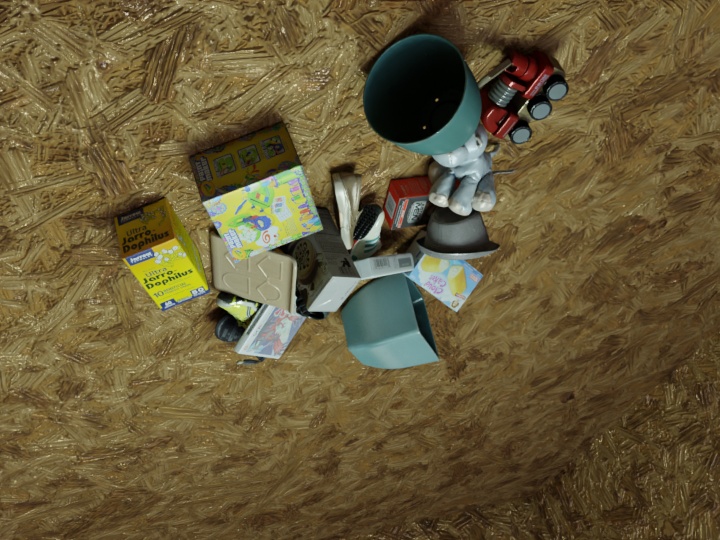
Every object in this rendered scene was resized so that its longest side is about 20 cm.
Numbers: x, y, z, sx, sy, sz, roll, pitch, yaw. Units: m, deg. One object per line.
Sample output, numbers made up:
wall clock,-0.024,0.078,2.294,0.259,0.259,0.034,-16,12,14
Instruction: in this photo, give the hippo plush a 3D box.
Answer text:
hippo plush,0.227,-0.221,1.591,0.199,0.160,0.161,-21,147,-3

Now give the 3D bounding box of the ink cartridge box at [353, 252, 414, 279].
ink cartridge box,0.000,0.000,1.796,0.199,0.048,0.160,-10,180,40

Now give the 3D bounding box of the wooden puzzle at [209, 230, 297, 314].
wooden puzzle,-0.225,-0.001,1.654,0.199,0.046,0.186,19,142,7

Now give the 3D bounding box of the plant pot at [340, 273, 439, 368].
plant pot,0.065,0.142,1.973,0.199,0.197,0.196,-20,147,11

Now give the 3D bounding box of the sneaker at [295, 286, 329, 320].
sneaker,-0.138,0.037,1.711,0.199,0.100,0.071,29,143,-8

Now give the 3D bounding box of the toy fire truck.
toy fire truck,0.281,-0.347,1.502,0.199,0.129,0.176,15,132,-28

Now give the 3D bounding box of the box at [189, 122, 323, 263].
box,-0.195,-0.144,1.476,0.192,0.122,0.200,-21,147,-4

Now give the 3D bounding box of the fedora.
fedora,0.214,-0.090,1.689,0.199,0.176,0.091,-18,117,-43

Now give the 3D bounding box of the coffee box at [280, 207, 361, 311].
coffee box,-0.091,-0.026,1.630,0.079,0.201,0.113,4,137,-39

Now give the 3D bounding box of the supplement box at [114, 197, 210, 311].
supplement box,-0.390,-0.028,1.530,0.108,0.110,0.200,-22,146,-2

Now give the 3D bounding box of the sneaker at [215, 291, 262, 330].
sneaker,-0.260,0.099,1.779,0.200,0.075,0.077,24,92,-54

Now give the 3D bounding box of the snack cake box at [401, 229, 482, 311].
snack cake box,0.193,0.003,1.888,0.200,0.067,0.115,34,92,-37

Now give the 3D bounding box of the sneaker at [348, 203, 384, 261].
sneaker,0.015,-0.083,1.745,0.093,0.071,0.200,-10,148,-38

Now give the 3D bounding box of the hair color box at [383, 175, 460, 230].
hair color box,0.157,-0.157,1.724,0.199,0.061,0.102,-11,143,-20

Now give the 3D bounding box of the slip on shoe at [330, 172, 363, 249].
slip on shoe,-0.022,-0.126,1.642,0.060,0.076,0.201,-12,132,-6

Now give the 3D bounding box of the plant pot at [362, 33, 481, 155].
plant pot,0.128,-0.302,1.403,0.200,0.201,0.161,-36,155,19

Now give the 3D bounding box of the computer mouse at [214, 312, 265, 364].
computer mouse,-0.292,0.164,1.885,0.199,0.046,0.141,7,111,-48

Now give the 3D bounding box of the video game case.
video game case,-0.196,0.124,1.826,0.183,0.023,0.200,-56,157,4
